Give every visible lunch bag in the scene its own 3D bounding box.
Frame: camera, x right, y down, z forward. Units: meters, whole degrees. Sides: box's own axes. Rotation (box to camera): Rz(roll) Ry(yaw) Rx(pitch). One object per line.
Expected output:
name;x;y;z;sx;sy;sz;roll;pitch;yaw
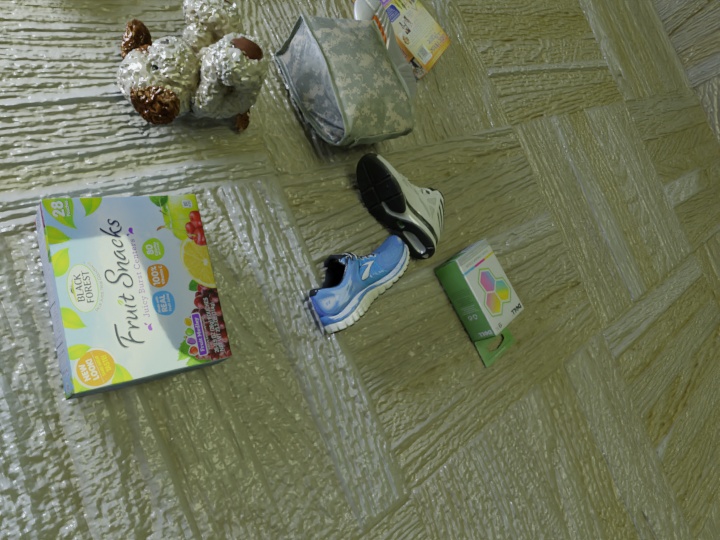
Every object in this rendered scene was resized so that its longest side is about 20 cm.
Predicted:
lunch bag;-0.017;-0.288;0.844;0.163;0.117;0.202;-19;81;-40

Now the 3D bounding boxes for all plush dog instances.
plush dog;-0.225;-0.251;0.685;0.170;0.162;0.201;-12;52;-24

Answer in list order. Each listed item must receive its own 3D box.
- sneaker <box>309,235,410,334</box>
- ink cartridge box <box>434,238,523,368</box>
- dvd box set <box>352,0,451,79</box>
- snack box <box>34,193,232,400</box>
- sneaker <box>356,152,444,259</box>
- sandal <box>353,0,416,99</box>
sneaker;0.000;0.000;0.776;0.090;0.078;0.200;54;51;-11
ink cartridge box;0.223;0.057;0.932;0.103;0.059;0.202;-30;92;-40
dvd box set;0.088;-0.498;1.053;0.200;0.029;0.147;44;53;-15
snack box;-0.251;0.022;0.587;0.167;0.067;0.203;-7;77;-38
sneaker;0.074;-0.126;0.893;0.201;0.075;0.116;53;42;-19
sandal;0.032;-0.394;0.964;0.079;0.059;0.208;-53;128;-25
